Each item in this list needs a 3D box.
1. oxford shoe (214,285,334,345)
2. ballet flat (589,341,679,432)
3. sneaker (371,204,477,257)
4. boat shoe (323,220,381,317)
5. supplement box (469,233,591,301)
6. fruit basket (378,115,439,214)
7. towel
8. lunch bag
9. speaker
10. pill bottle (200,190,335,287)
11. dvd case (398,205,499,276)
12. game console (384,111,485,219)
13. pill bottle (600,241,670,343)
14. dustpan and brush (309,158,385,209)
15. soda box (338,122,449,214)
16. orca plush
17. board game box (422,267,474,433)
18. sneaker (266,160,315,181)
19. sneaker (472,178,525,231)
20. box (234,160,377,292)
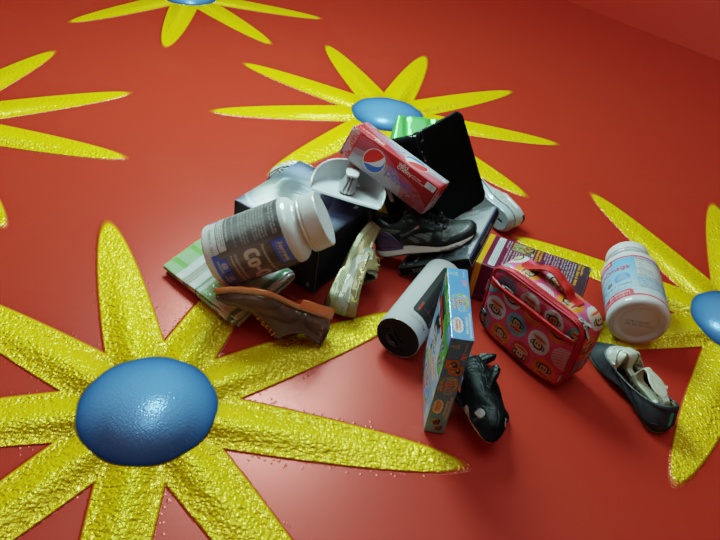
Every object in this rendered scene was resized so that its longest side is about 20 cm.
[{"bbox_3d":[-0.145,0.072,1.087,0.199,0.073,0.071,15,-5,-7],"label":"oxford shoe"},{"bbox_3d":[0.456,0.174,1.107,0.073,0.073,0.200,-7,42,-19],"label":"ballet flat"},{"bbox_3d":[0.117,-0.083,1.254,0.199,0.088,0.076,-9,28,11],"label":"sneaker"},{"bbox_3d":[0.000,0.000,1.206,0.066,0.074,0.200,24,64,3],"label":"boat shoe"},{"bbox_3d":[0.314,0.021,1.248,0.199,0.086,0.110,21,40,14],"label":"supplement box"},{"bbox_3d":[0.097,-0.205,1.429,0.155,0.216,0.216,5,39,-5],"label":"fruit basket"},{"bbox_3d":[-0.234,0.004,1.185,0.200,0.031,0.149,32,56,29],"label":"towel"},{"bbox_3d":[0.301,0.072,1.112,0.082,0.177,0.200,-22,48,-34],"label":"lunch bag"},{"bbox_3d":[0.106,0.063,1.161,0.081,0.081,0.200,25,41,18],"label":"speaker"},{"bbox_3d":[-0.150,-0.054,1.101,0.199,0.114,0.114,-20,39,10],"label":"pill bottle"},{"bbox_3d":[0.176,-0.059,1.309,0.150,0.025,0.200,-8,28,33],"label":"dvd case"},{"bbox_3d":[0.134,-0.196,1.347,0.175,0.201,0.116,-6,29,32],"label":"game console"},{"bbox_3d":[0.513,0.034,1.256,0.108,0.109,0.200,13,39,4],"label":"pill bottle"},{"bbox_3d":[-0.015,-0.190,1.267,0.139,0.057,0.200,16,24,-4],"label":"dustpan and brush"},{"bbox_3d":[0.063,-0.193,1.240,0.200,0.063,0.070,38,29,9],"label":"soda box"},{"bbox_3d":[0.204,0.175,1.033,0.105,0.071,0.200,35,26,0],"label":"orca plush"},{"bbox_3d":[0.128,0.121,0.998,0.036,0.200,0.152,7,39,-1],"label":"board game box"},{"bbox_3d":[-0.101,-0.175,1.406,0.199,0.081,0.075,11,41,1],"label":"sneaker"},{"bbox_3d":[0.284,-0.159,1.484,0.071,0.073,0.200,-11,52,-37],"label":"sneaker"},{"bbox_3d":[-0.103,-0.090,1.270,0.200,0.124,0.198,27,44,21],"label":"box"}]
